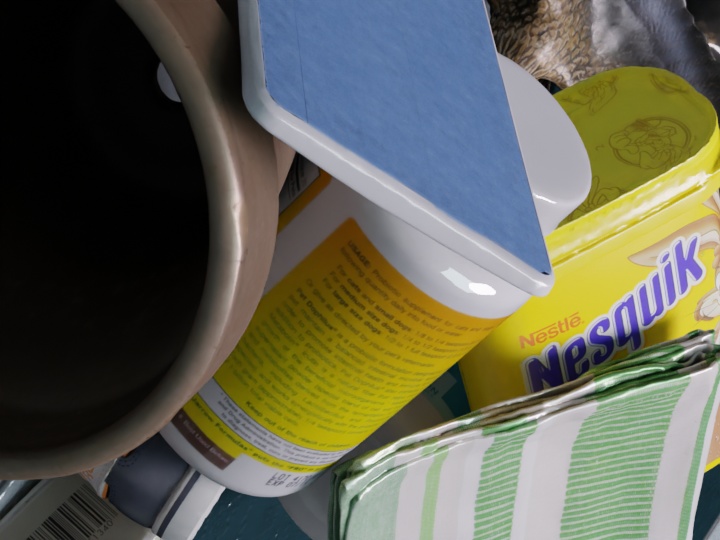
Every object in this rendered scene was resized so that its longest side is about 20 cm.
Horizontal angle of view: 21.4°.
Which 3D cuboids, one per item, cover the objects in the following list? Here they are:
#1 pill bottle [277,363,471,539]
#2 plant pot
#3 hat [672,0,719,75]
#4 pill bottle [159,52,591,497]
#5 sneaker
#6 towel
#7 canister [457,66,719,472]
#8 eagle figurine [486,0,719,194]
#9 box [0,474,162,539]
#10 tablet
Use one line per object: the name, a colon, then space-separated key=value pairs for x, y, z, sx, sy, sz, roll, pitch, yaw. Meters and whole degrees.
pill bottle: x=0.039 y=0.067 z=1.047 sx=0.200 sy=0.110 sz=0.112 roll=-40 pitch=147 yaw=-53
plant pot: x=-0.099 y=-0.049 z=0.686 sx=0.175 sy=0.199 sz=0.202 roll=-39 pitch=148 yaw=-63
hat: x=0.167 y=-0.110 z=1.039 sx=0.081 sy=0.200 sz=0.202 roll=-12 pitch=126 yaw=-40
pill bottle: x=0.000 y=0.000 z=0.786 sx=0.200 sy=0.110 sz=0.109 roll=-42 pitch=163 yaw=33
sneaker: x=-0.077 y=0.051 z=0.906 sx=0.079 sy=0.079 sz=0.200 roll=-59 pitch=179 yaw=23
towel: x=0.076 y=0.112 z=0.886 sx=0.199 sy=0.023 sz=0.153 roll=-18 pitch=135 yaw=-20
canister: x=0.112 y=0.022 z=0.920 sx=0.148 sy=0.087 sz=0.201 roll=-27 pitch=131 yaw=-11
eagle figurine: x=0.098 y=-0.105 z=0.975 sx=0.150 sy=0.152 sz=0.200 roll=-29 pitch=129 yaw=6
box: x=-0.113 y=0.175 z=0.953 sx=0.082 sy=0.068 sz=0.201 roll=-43 pitch=148 yaw=-19
tablet: x=0.006 y=-0.082 z=0.671 sx=0.130 sy=0.201 sz=0.014 roll=31 pitch=121 yaw=-28
